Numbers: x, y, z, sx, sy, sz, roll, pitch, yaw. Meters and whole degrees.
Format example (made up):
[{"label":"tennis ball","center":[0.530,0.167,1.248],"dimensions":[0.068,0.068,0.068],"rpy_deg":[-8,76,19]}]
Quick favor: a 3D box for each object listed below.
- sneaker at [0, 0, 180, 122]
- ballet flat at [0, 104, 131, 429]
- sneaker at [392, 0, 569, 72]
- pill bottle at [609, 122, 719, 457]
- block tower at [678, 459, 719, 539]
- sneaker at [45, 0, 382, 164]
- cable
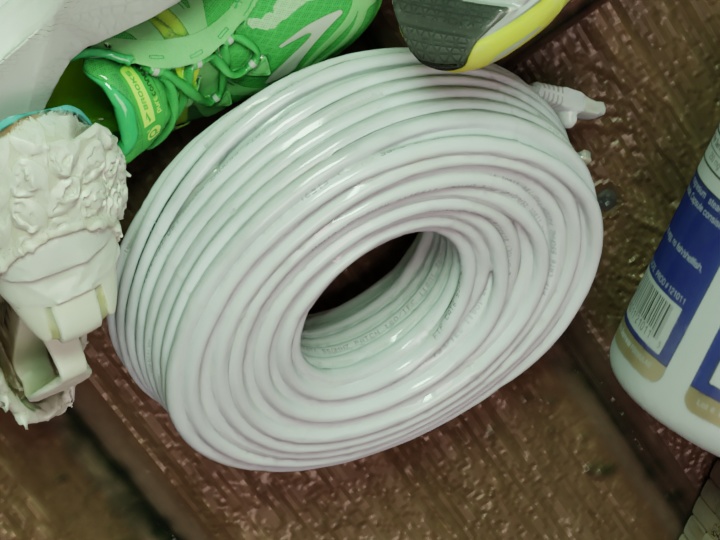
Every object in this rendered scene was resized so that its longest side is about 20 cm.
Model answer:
[{"label":"sneaker","center":[-0.117,-0.120,1.056],"dimensions":[0.200,0.089,0.075],"rpy_deg":[-40,155,7]},{"label":"ballet flat","center":[-0.117,0.006,1.110],"dimensions":[0.072,0.072,0.200],"rpy_deg":[-9,159,-14]},{"label":"sneaker","center":[0.077,-0.134,1.113],"dimensions":[0.200,0.078,0.090],"rpy_deg":[-56,148,-34]},{"label":"pill bottle","center":[0.195,-0.022,1.230],"dimensions":[0.116,0.116,0.200],"rpy_deg":[16,110,-25]},{"label":"block tower","center":[0.172,0.155,1.350],"dimensions":[0.054,0.058,0.200],"rpy_deg":[14,109,-24]},{"label":"sneaker","center":[-0.079,-0.074,1.126],"dimensions":[0.200,0.084,0.074],"rpy_deg":[-22,123,-3]},{"label":"cable","center":[0.000,0.000,1.173],"dimensions":[0.200,0.069,0.200],"rpy_deg":[16,121,-47]}]
